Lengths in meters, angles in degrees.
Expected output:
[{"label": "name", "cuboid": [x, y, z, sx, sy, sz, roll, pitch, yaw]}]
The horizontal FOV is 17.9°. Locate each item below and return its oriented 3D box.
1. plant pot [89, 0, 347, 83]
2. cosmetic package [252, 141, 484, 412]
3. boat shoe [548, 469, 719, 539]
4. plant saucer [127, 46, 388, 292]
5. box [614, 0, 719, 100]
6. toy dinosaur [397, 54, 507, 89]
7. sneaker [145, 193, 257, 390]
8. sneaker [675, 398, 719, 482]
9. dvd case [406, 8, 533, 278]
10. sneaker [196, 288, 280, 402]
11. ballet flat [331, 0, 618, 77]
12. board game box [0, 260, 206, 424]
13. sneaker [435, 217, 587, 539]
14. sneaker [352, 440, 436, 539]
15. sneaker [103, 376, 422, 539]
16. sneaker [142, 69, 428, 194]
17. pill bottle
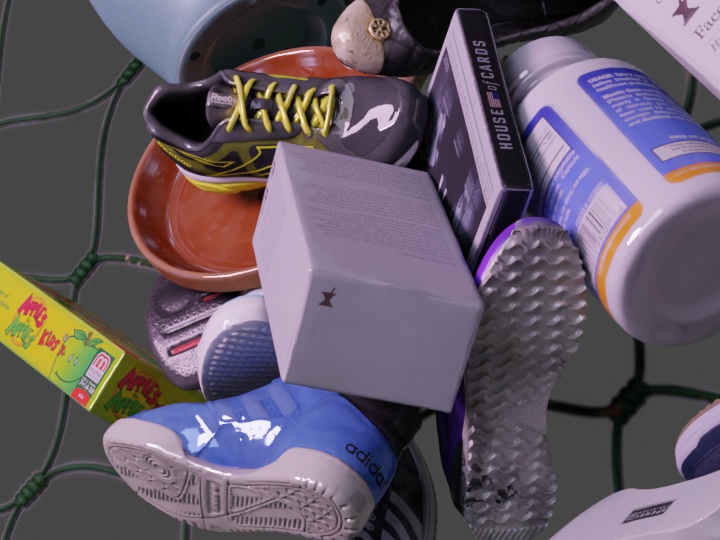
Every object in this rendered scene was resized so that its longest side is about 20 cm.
[{"label": "plant pot", "cuboid": [-0.101, -0.215, 1.637, 0.200, 0.200, 0.188, -41, 55, 18]}, {"label": "cosmetic package", "cuboid": [0.000, 0.000, 1.316, 0.200, 0.101, 0.072, -106, 30, -66]}, {"label": "boat shoe", "cuboid": [0.160, 0.156, 1.223, 0.071, 0.064, 0.200, -41, 8, -29]}, {"label": "plant saucer", "cuboid": [-0.060, -0.065, 1.513, 0.199, 0.032, 0.201, -16, 46, 17]}, {"label": "box", "cuboid": [0.278, -0.145, 1.201, 0.199, 0.200, 0.131, -51, 42, 8]}, {"label": "toy dinosaur", "cuboid": [0.049, -0.158, 1.506, 0.058, 0.101, 0.201, -4, 66, 45]}, {"label": "sneaker", "cuboid": [-0.092, 0.009, 1.552, 0.073, 0.087, 0.201, -17, 45, 18]}, {"label": "sneaker", "cuboid": [0.250, 0.110, 1.168, 0.199, 0.070, 0.109, -19, 52, 32]}, {"label": "dvd case", "cuboid": [0.056, -0.036, 1.399, 0.200, 0.025, 0.151, 109, 157, -46]}, {"label": "sneaker", "cuboid": [-0.067, 0.044, 1.422, 0.074, 0.200, 0.082, -16, 67, -2]}, {"label": "ballet flat", "cuboid": [0.075, -0.169, 1.441, 0.057, 0.199, 0.067, 146, 108, -72]}, {"label": "board game box", "cuboid": [-0.191, 0.061, 1.606, 0.200, 0.101, 0.048, 30, 88, 49]}, {"label": "sneaker", "cuboid": [0.075, 0.053, 1.325, 0.100, 0.069, 0.201, -124, 37, -60]}, {"label": "sneaker", "cuboid": [-0.009, 0.159, 1.345, 0.070, 0.108, 0.201, -18, 55, 25]}, {"label": "sneaker", "cuboid": [-0.053, 0.092, 1.343, 0.199, 0.077, 0.111, 3, 43, 41]}, {"label": "sneaker", "cuboid": [-0.052, -0.088, 1.433, 0.199, 0.085, 0.075, -7, 68, 33]}, {"label": "pill bottle", "cuboid": [0.151, -0.054, 1.337, 0.112, 0.112, 0.200, -48, 41, 11]}]
